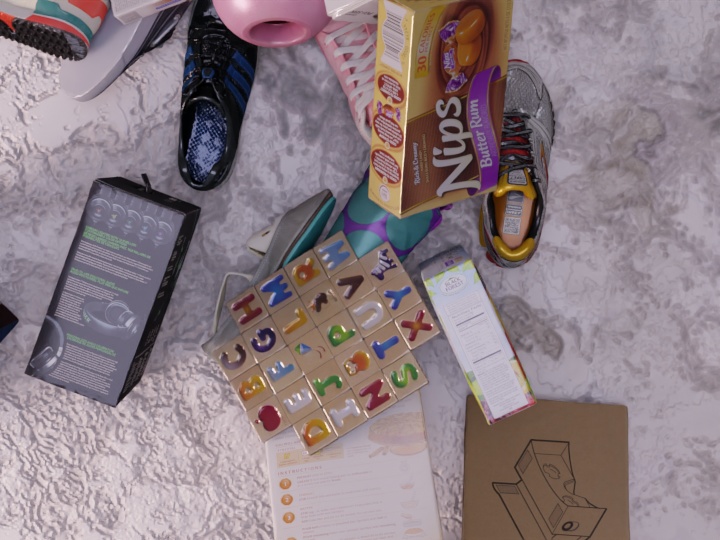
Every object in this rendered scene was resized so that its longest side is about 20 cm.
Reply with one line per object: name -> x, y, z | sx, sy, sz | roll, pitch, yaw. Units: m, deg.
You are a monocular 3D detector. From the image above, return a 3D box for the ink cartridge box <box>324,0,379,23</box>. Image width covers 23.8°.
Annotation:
ink cartridge box -> 0.019, -0.335, 1.563 | 0.083, 0.146, 0.201 | -16, 85, 35

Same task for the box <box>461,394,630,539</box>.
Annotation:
box -> 0.179, 0.222, 1.642 | 0.162, 0.021, 0.201 | 4, 67, -1

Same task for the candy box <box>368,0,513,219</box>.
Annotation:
candy box -> 0.071, -0.157, 1.531 | 0.116, 0.056, 0.201 | -17, 124, -32

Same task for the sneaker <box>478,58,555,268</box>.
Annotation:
sneaker -> 0.152, -0.101, 1.631 | 0.077, 0.082, 0.202 | -2, 93, 0

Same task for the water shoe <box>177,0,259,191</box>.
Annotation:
water shoe -> -0.136, -0.176, 1.628 | 0.071, 0.079, 0.202 | 4, 94, 0

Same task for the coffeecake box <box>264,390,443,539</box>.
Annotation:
coffeecake box -> -0.007, 0.200, 1.606 | 0.152, 0.073, 0.201 | -8, 58, 1

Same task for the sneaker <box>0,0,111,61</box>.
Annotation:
sneaker -> -0.321, -0.272, 1.621 | 0.199, 0.070, 0.094 | 23, 72, 21

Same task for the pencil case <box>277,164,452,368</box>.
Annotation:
pencil case -> 0.000, 0.000, 1.637 | 0.092, 0.085, 0.201 | 30, 93, 0

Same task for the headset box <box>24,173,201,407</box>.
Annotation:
headset box -> -0.224, 0.008, 1.592 | 0.092, 0.174, 0.201 | 20, 94, -2

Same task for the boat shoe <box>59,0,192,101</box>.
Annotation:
boat shoe -> -0.208, -0.239, 1.629 | 0.072, 0.068, 0.201 | 36, 92, 36

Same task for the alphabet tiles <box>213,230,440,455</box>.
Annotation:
alphabet tiles -> -0.033, 0.067, 1.590 | 0.199, 0.006, 0.167 | -32, 77, 9

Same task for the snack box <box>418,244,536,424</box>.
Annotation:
snack box -> 0.106, 0.054, 1.583 | 0.053, 0.200, 0.143 | -24, 93, 2

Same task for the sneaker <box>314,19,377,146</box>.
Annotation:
sneaker -> 0.014, -0.186, 1.616 | 0.075, 0.105, 0.201 | -26, 92, 3

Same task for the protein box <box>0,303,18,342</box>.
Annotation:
protein box -> -0.448, 0.083, 1.584 | 0.135, 0.200, 0.199 | 43, 93, -2

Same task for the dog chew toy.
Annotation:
dog chew toy -> -0.080, -0.314, 1.597 | 0.124, 0.125, 0.201 | -2, 73, 0

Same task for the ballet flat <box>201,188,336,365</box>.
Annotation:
ballet flat -> -0.094, 0.001, 1.648 | 0.063, 0.067, 0.201 | 28, 93, 9

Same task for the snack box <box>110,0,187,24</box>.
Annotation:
snack box -> -0.211, -0.332, 1.599 | 0.071, 0.024, 0.201 | -18, 70, 15
